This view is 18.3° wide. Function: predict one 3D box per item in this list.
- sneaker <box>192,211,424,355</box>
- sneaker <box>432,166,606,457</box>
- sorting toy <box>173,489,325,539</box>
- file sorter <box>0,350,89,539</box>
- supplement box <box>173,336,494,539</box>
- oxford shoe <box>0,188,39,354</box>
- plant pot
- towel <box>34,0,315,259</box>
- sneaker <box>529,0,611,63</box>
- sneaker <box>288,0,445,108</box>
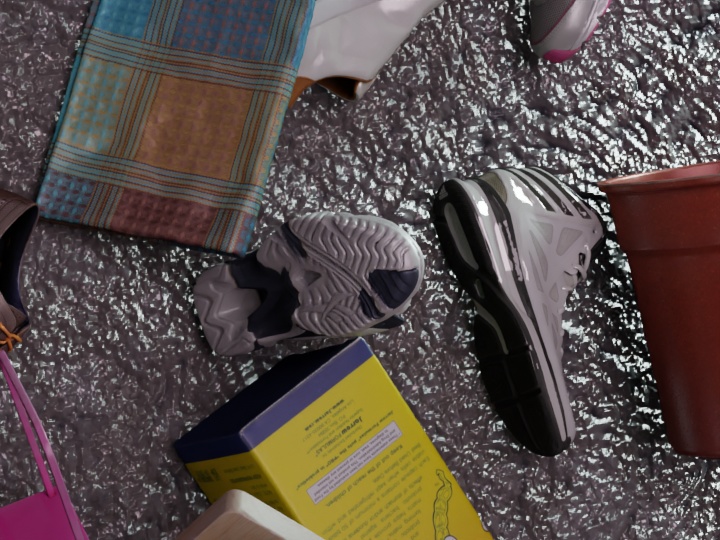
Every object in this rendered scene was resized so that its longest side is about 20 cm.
[{"bbox_3d":[0.000,0.000,1.402,0.130,0.199,0.080,-18,84,-40],"label":"sneaker"},{"bbox_3d":[0.135,0.020,1.530,0.115,0.076,0.201,-17,87,-27],"label":"sneaker"},{"bbox_3d":[-0.057,0.251,1.318,0.199,0.200,0.070,33,35,-19],"label":"sorting toy"},{"bbox_3d":[-0.256,0.145,1.220,0.200,0.139,0.125,-21,117,-12],"label":"file sorter"},{"bbox_3d":[-0.007,0.158,1.415,0.110,0.109,0.200,-37,100,-27],"label":"supplement box"},{"bbox_3d":[-0.239,0.042,1.320,0.073,0.071,0.200,5,76,15],"label":"oxford shoe"},{"bbox_3d":[0.275,0.022,1.549,0.201,0.201,0.195,-10,94,-28],"label":"plant pot"},{"bbox_3d":[-0.116,-0.114,1.409,0.147,0.022,0.200,10,73,14],"label":"towel"},{"bbox_3d":[0.126,-0.242,1.574,0.088,0.081,0.200,9,69,-25],"label":"sneaker"},{"bbox_3d":[0.004,-0.166,1.509,0.200,0.073,0.085,-26,118,-31],"label":"sneaker"}]
